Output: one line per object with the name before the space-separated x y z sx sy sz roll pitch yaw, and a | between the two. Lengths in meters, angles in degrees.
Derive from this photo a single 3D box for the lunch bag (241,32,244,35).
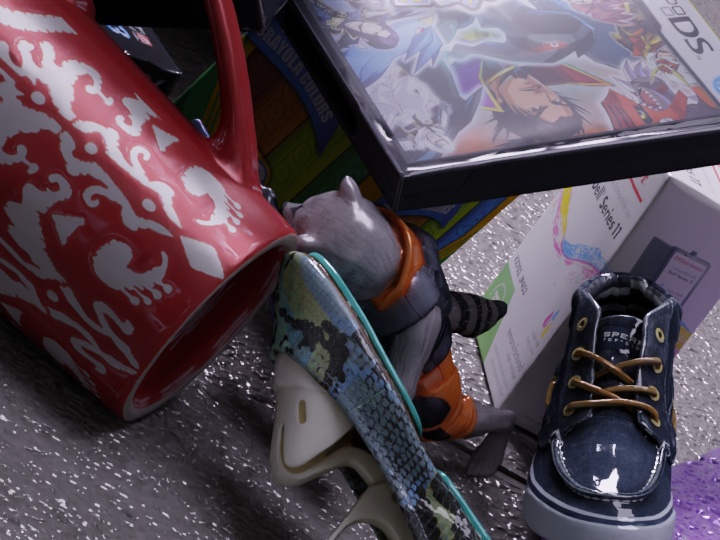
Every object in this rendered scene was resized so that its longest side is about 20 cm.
lunch bag | -0.055 -0.181 1.575 0.200 0.127 0.170 46 3 13

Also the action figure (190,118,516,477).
action figure | 0.000 0.000 1.277 0.200 0.104 0.194 58 0 22

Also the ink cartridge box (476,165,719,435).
ink cartridge box | 0.144 -0.014 1.447 0.067 0.200 0.117 28 20 -18

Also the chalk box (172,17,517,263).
chalk box | 0.028 -0.094 1.410 0.124 0.200 0.125 3 50 -56

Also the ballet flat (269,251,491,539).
ballet flat | 0.002 0.087 1.131 0.201 0.074 0.074 58 24 11

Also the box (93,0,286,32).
box | -0.103 -0.212 1.288 0.199 0.124 0.199 5 33 22

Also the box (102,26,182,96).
box | -0.212 -0.163 1.426 0.198 0.050 0.200 20 24 -37

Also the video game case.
video game case | 0.070 -0.106 1.291 0.199 0.026 0.181 -9 46 -24

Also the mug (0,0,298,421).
mug | -0.122 -0.057 1.162 0.200 0.178 0.133 44 31 10

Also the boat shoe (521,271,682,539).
boat shoe | 0.117 0.064 1.308 0.070 0.091 0.200 8 16 1

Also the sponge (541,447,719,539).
sponge | 0.186 0.126 1.346 0.111 0.030 0.200 17 17 33
